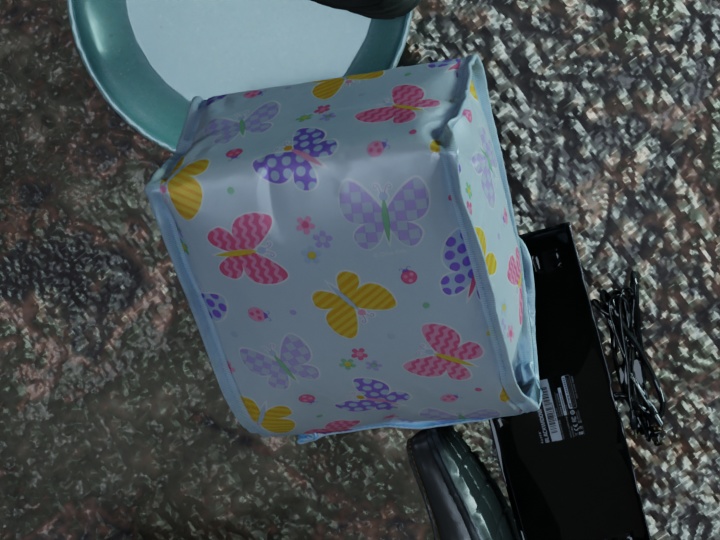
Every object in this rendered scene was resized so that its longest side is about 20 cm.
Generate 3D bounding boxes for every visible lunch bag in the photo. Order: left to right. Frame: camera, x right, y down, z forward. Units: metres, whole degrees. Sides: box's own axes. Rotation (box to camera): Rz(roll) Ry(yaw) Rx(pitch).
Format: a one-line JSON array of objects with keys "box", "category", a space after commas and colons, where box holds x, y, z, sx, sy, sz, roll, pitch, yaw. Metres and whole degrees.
[{"box": [0.000, 0.000, 0.879, 0.169, 0.127, 0.200, -7, 121, 17], "category": "lunch bag"}]

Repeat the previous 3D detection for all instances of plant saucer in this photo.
[{"box": [-0.066, -0.160, 0.922, 0.200, 0.036, 0.200, 1, 99, 10], "category": "plant saucer"}]

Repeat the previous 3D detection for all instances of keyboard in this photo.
[{"box": [0.125, 0.074, 0.925, 0.104, 0.040, 0.200, -14, 89, 23], "category": "keyboard"}]

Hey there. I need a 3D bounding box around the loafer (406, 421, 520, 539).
[{"box": [0.061, 0.185, 0.932, 0.072, 0.073, 0.200, -20, 93, 17], "category": "loafer"}]

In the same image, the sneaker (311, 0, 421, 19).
[{"box": [-0.061, -0.187, 0.853, 0.200, 0.091, 0.076, 16, 102, 9], "category": "sneaker"}]
